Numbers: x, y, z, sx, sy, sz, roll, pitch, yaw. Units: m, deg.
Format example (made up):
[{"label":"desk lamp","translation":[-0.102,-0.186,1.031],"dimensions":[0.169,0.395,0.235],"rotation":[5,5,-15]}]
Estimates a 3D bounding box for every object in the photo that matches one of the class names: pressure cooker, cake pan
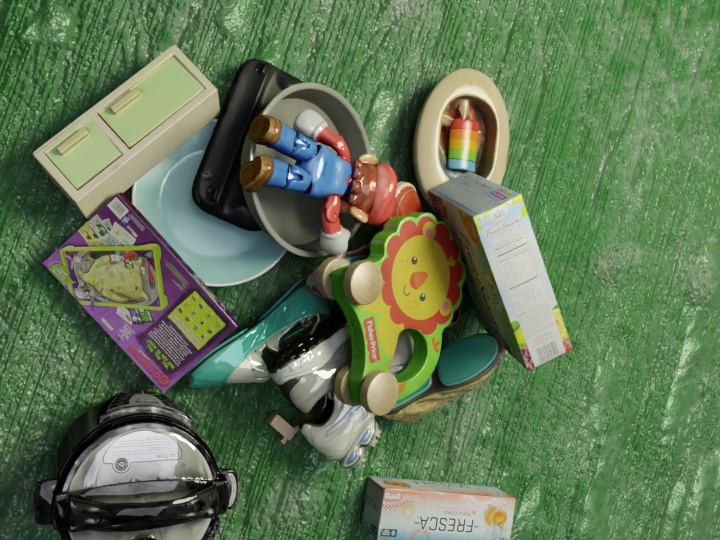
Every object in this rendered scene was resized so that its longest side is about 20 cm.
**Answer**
[{"label":"pressure cooker","translation":[-0.237,0.233,0.871],"dimensions":[0.176,0.200,0.179],"rotation":[-43,105,-14]},{"label":"cake pan","translation":[-0.064,-0.117,0.960],"dimensions":[0.199,0.036,0.203],"rotation":[-6,98,-47]}]

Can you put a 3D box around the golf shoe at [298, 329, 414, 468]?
[{"label":"golf shoe","translation":[0.001,0.138,1.002],"dimensions":[0.097,0.078,0.201],"rotation":[33,78,-16]}]

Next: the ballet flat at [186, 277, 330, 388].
[{"label":"ballet flat","translation":[-0.115,0.091,0.979],"dimensions":[0.199,0.067,0.070],"rotation":[-39,77,-17]}]

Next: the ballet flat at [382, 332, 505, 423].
[{"label":"ballet flat","translation":[0.108,0.140,1.029],"dimensions":[0.199,0.071,0.071],"rotation":[-31,106,27]}]

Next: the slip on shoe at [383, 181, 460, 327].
[{"label":"slip on shoe","translation":[0.080,-0.016,1.014],"dimensions":[0.074,0.061,0.202],"rotation":[-34,115,-43]}]

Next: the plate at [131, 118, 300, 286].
[{"label":"plate","translation":[-0.170,-0.080,0.969],"dimensions":[0.197,0.026,0.203],"rotation":[2,81,-15]}]

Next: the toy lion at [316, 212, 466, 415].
[{"label":"toy lion","translation":[0.049,0.040,0.934],"dimensions":[0.190,0.068,0.203],"rotation":[-17,105,-37]}]

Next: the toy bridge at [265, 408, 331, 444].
[{"label":"toy bridge","translation":[-0.038,0.138,1.037],"dimensions":[0.067,0.027,0.201],"rotation":[42,76,-18]}]

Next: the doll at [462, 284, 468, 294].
[{"label":"doll","translation":[0.152,-0.010,1.096],"dimensions":[0.199,0.048,0.138],"rotation":[28,77,-16]}]

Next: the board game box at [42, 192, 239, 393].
[{"label":"board game box","translation":[-0.247,0.026,0.922],"dimensions":[0.120,0.032,0.200],"rotation":[-41,98,1]}]

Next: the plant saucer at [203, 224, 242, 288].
[{"label":"plant saucer","translation":[-0.104,-0.061,1.012],"dimensions":[0.199,0.019,0.070],"rotation":[-36,103,-16]}]

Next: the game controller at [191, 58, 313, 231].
[{"label":"game controller","translation":[-0.124,-0.150,0.966],"dimensions":[0.104,0.042,0.202],"rotation":[26,75,-26]}]

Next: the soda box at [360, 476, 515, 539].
[{"label":"soda box","translation":[0.104,0.320,1.078],"dimensions":[0.198,0.063,0.069],"rotation":[10,88,-20]}]

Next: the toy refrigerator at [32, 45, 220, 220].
[{"label":"toy refrigerator","translation":[-0.258,-0.156,0.911],"dimensions":[0.200,0.070,0.076],"rotation":[-42,84,-14]}]

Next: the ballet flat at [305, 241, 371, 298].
[{"label":"ballet flat","translation":[0.000,0.000,1.013],"dimensions":[0.199,0.070,0.070],"rotation":[-12,96,-57]}]

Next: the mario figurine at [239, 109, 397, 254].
[{"label":"mario figurine","translation":[-0.047,-0.099,0.917],"dimensions":[0.199,0.106,0.124],"rotation":[20,114,-36]}]

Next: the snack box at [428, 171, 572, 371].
[{"label":"snack box","translation":[0.165,-0.005,0.975],"dimensions":[0.067,0.169,0.202],"rotation":[-26,110,-5]}]

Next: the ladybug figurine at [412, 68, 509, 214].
[{"label":"ladybug figurine","translation":[0.126,-0.161,1.068],"dimensions":[0.134,0.072,0.203],"rotation":[10,88,-20]}]

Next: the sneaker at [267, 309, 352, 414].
[{"label":"sneaker","translation":[-0.017,0.095,0.969],"dimensions":[0.199,0.074,0.080],"rotation":[-31,106,-26]}]
